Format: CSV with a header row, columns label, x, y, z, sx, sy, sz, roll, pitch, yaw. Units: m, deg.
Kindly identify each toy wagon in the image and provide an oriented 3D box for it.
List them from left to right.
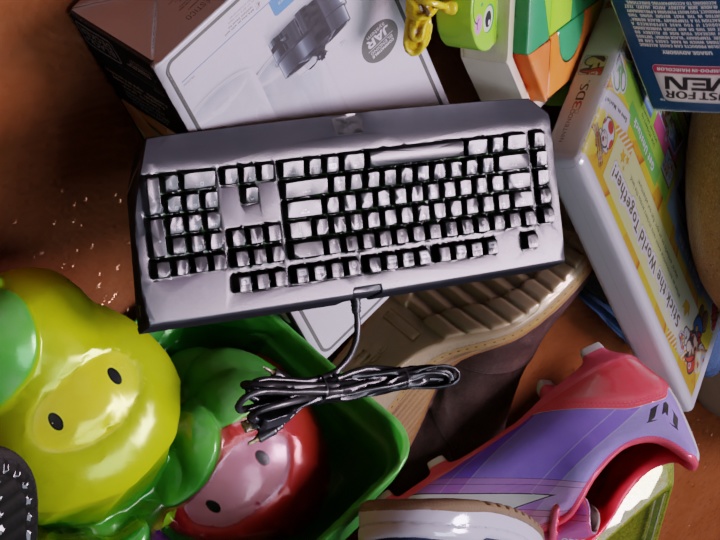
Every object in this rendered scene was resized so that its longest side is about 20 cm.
label,x,y,z,sx,sy,sz,roll,pitch,yaw
toy wagon,0.073,-0.133,0.923,0.200,0.039,0.156,-41,137,-58

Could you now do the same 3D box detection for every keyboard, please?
label,x,y,z,sx,sy,sz,roll,pitch,yaw
keyboard,0.000,0.000,0.861,0.200,0.021,0.127,-9,100,-30

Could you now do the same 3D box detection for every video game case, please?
label,x,y,z,sx,sy,sz,roll,pitch,yaw
video game case,0.152,-0.061,1.031,0.200,0.023,0.182,60,45,-46

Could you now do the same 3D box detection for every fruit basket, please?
label,x,y,z,sx,sy,sz,roll,pitch,yaw
fruit basket,-0.098,0.087,0.879,0.216,0.155,0.216,-41,157,-22

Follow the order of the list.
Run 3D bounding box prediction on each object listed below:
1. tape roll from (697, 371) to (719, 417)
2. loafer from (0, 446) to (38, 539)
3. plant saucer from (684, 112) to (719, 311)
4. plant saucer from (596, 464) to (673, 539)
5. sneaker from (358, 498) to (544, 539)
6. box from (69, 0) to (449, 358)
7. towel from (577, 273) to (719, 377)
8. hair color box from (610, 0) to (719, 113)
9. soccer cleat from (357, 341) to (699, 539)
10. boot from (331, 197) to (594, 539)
label,x,y,z,sx,sy,sz,roll,pitch,yaw
tape roll,0.284,0.014,1.283,0.200,0.066,0.201,-26,132,-33
loafer,-0.170,0.155,0.819,0.073,0.071,0.201,-8,111,-58
plant saucer,0.204,-0.055,1.063,0.200,0.035,0.201,-16,109,-58
plant saucer,0.101,0.176,1.173,0.200,0.048,0.200,-37,153,-23
sneaker,0.046,0.167,0.904,0.200,0.070,0.109,50,42,-62
box,-0.027,-0.067,0.900,0.117,0.060,0.200,-43,140,-16
towel,0.155,-0.023,1.132,0.200,0.048,0.112,37,79,-51
hair color box,0.139,-0.172,0.907,0.100,0.060,0.200,-60,140,-31
soccer cleat,0.070,0.118,1.014,0.200,0.077,0.067,-40,146,8
boot,0.053,0.058,1.064,0.200,0.072,0.166,-39,148,-3
